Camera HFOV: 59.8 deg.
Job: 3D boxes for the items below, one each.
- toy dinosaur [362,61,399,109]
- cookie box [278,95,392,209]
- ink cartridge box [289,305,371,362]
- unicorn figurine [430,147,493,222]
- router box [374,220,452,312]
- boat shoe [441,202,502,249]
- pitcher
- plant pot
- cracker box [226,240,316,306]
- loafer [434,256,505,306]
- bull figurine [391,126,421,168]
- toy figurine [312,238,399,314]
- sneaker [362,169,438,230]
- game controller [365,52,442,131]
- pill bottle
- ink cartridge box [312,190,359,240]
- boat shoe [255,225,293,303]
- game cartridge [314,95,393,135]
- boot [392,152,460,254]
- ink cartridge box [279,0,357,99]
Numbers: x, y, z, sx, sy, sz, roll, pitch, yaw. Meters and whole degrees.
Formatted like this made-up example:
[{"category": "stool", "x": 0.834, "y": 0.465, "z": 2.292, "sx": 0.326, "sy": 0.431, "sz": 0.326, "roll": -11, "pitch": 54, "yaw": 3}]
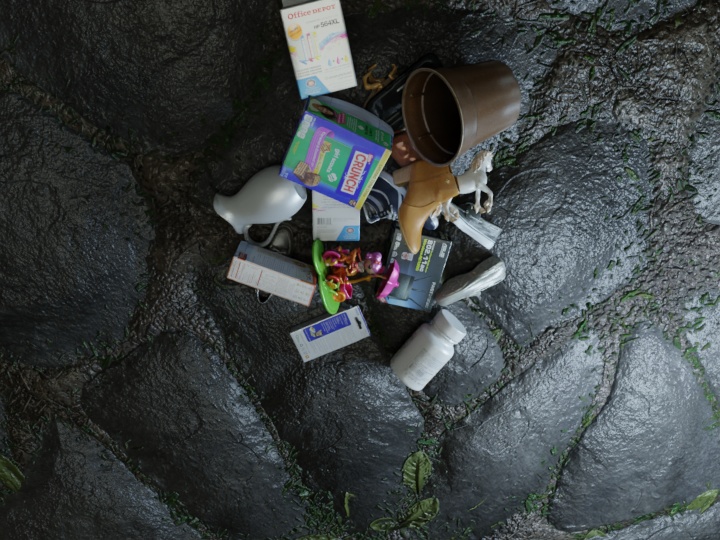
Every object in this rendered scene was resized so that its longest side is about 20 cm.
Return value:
[{"category": "toy dinosaur", "x": 0.041, "y": -0.394, "z": 1.388, "sx": 0.198, "sy": 0.061, "sz": 0.107, "roll": -37, "pitch": 113, "yaw": 12}, {"category": "cookie box", "x": -0.053, "y": -0.246, "z": 1.335, "sx": 0.196, "sy": 0.076, "sz": 0.173, "roll": 21, "pitch": 130, "yaw": -13}, {"category": "ink cartridge box", "x": -0.079, "y": 0.160, "z": 1.636, "sx": 0.196, "sy": 0.037, "sz": 0.096, "roll": -21, "pitch": 112, "yaw": 8}, {"category": "unicorn figurine", "x": 0.249, "y": -0.195, "z": 1.434, "sx": 0.195, "sy": 0.074, "sz": 0.141, "roll": -16, "pitch": 97, "yaw": -13}, {"category": "router box", "x": 0.128, "y": -0.009, "z": 1.561, "sx": 0.146, "sy": 0.062, "sz": 0.204, "roll": 10, "pitch": 113, "yaw": -10}, {"category": "boat shoe", "x": 0.262, "y": -0.131, "z": 1.520, "sx": 0.198, "sy": 0.072, "sz": 0.072, "roll": 31, "pitch": 101, "yaw": -27}, {"category": "pitcher", "x": -0.215, "y": -0.145, "z": 1.458, "sx": 0.196, "sy": 0.123, "sz": 0.173, "roll": -21, "pitch": 127, "yaw": 17}, {"category": "plant pot", "x": 0.221, "y": -0.348, "z": 1.332, "sx": 0.195, "sy": 0.199, "sz": 0.205, "roll": -24, "pitch": 118, "yaw": -27}, {"category": "cracker box", "x": -0.201, "y": 0.005, "z": 1.453, "sx": 0.196, "sy": 0.134, "sz": 0.059, "roll": 21, "pitch": 106, "yaw": -9}, {"category": "loafer", "x": 0.280, "y": 0.040, "z": 1.582, "sx": 0.197, "sy": 0.070, "sz": 0.071, "roll": -28, "pitch": 121, "yaw": -1}, {"category": "bull figurine", "x": 0.143, "y": -0.252, "z": 1.455, "sx": 0.121, "sy": 0.065, "sz": 0.200, "roll": -42, "pitch": 116, "yaw": 6}, {"category": "toy figurine", "x": 0.000, "y": 0.000, "z": 1.479, "sx": 0.179, "sy": 0.152, "sz": 0.203, "roll": -7, "pitch": 131, "yaw": 16}, {"category": "sneaker", "x": 0.087, "y": -0.134, "z": 1.474, "sx": 0.199, "sy": 0.070, "sz": 0.110, "roll": 38, "pitch": 68, "yaw": -13}, {"category": "game controller", "x": 0.103, "y": -0.388, "z": 1.385, "sx": 0.198, "sy": 0.042, "sz": 0.105, "roll": -38, "pitch": 132, "yaw": 5}, {"category": "pill bottle", "x": 0.178, "y": 0.203, "z": 1.628, "sx": 0.113, "sy": 0.115, "sz": 0.201, "roll": 35, "pitch": 107, "yaw": -17}, {"category": "ink cartridge box", "x": -0.057, "y": -0.176, "z": 1.472, "sx": 0.112, "sy": 0.068, "sz": 0.205, "roll": 0, "pitch": 114, "yaw": -3}, {"category": "boat shoe", "x": -0.211, "y": -0.009, "z": 1.541, "sx": 0.065, "sy": 0.057, "sz": 0.203, "roll": 18, "pitch": 111, "yaw": -11}, {"category": "game cartridge", "x": -0.031, "y": -0.311, "z": 1.396, "sx": 0.196, "sy": 0.042, "sz": 0.133, "roll": 21, "pitch": 151, "yaw": -12}, {"category": "boot", "x": 0.154, "y": -0.149, "z": 1.390, "sx": 0.141, "sy": 0.070, "sz": 0.207, "roll": -11, "pitch": 87, "yaw": 24}, {"category": "ink cartridge box", "x": -0.089, "y": -0.482, "z": 1.305, "sx": 0.125, "sy": 0.126, "sz": 0.204, "roll": -13, "pitch": 115, "yaw": 2}]
